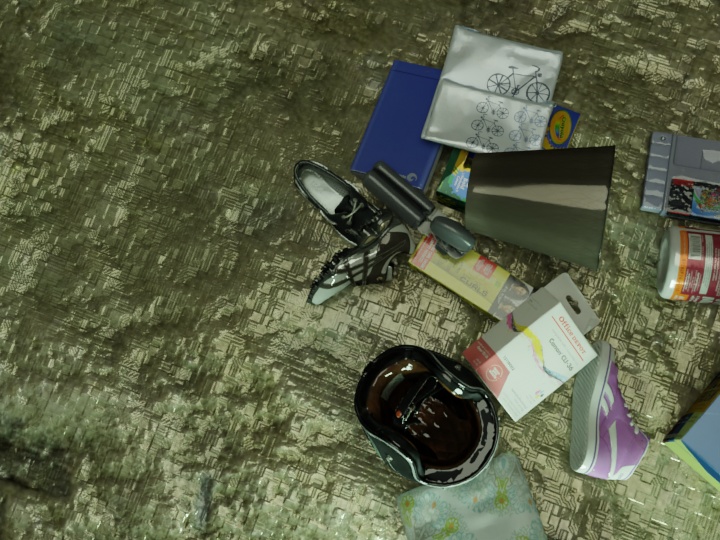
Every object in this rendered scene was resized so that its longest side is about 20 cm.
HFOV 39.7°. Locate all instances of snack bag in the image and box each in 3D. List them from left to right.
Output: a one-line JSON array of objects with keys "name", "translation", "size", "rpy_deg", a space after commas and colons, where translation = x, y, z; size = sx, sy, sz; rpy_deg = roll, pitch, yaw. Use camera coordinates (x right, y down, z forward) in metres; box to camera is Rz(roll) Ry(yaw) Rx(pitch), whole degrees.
[{"name": "snack bag", "translation": [0.208, -0.271, 1.537], "size": [0.186, 0.021, 0.202], "rpy_deg": [16, 79, 10]}]

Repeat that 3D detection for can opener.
[{"name": "can opener", "translation": [0.093, -0.097, 1.514], "size": [0.200, 0.067, 0.053], "rpy_deg": [41, 58, 5]}]

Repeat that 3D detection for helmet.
[{"name": "helmet", "translation": [0.101, 0.215, 1.447], "size": [0.199, 0.191, 0.202], "rpy_deg": [-24, 44, 26]}]

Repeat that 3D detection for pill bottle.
[{"name": "pill bottle", "translation": [0.549, -0.003, 1.481], "size": [0.197, 0.110, 0.111], "rpy_deg": [7, 80, 7]}]

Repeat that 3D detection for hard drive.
[{"name": "hard drive", "translation": [0.078, -0.231, 1.593], "size": [0.131, 0.025, 0.202], "rpy_deg": [17, 78, 23]}]

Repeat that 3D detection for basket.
[{"name": "basket", "translation": [0.257, -0.104, 1.447], "size": [0.197, 0.136, 0.183], "rpy_deg": [9, 93, 12]}]

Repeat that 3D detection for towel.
[{"name": "towel", "translation": [0.162, 0.376, 1.456], "size": [0.198, 0.048, 0.173], "rpy_deg": [-23, 63, 8]}]

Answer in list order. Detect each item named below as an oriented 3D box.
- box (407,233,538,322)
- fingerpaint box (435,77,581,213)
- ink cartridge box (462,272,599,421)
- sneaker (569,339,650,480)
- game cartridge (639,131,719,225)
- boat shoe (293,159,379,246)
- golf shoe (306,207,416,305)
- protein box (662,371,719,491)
[{"name": "box", "translation": [0.175, 0.013, 1.547], "size": [0.199, 0.050, 0.076], "rpy_deg": [33, 86, 11]}, {"name": "fingerpaint box", "translation": [0.231, -0.175, 1.563], "size": [0.165, 0.073, 0.202], "rpy_deg": [23, 83, 10]}, {"name": "ink cartridge box", "translation": [0.266, 0.111, 1.481], "size": [0.199, 0.068, 0.117], "rpy_deg": [-40, 113, 1]}, {"name": "sneaker", "translation": [0.379, 0.211, 1.491], "size": [0.113, 0.073, 0.203], "rpy_deg": [14, 75, -12]}, {"name": "game cartridge", "translation": [0.541, -0.137, 1.546], "size": [0.197, 0.038, 0.131], "rpy_deg": [10, 77, 7]}, {"name": "boat shoe", "translation": [-0.030, -0.102, 1.583], "size": [0.199, 0.060, 0.076], "rpy_deg": [34, 85, 11]}, {"name": "golf shoe", "translation": [0.000, 0.000, 1.544], "size": [0.094, 0.078, 0.200], "rpy_deg": [43, 111, -10]}, {"name": "protein box", "translation": [0.581, 0.233, 1.422], "size": [0.198, 0.135, 0.200], "rpy_deg": [41, 86, 11]}]
